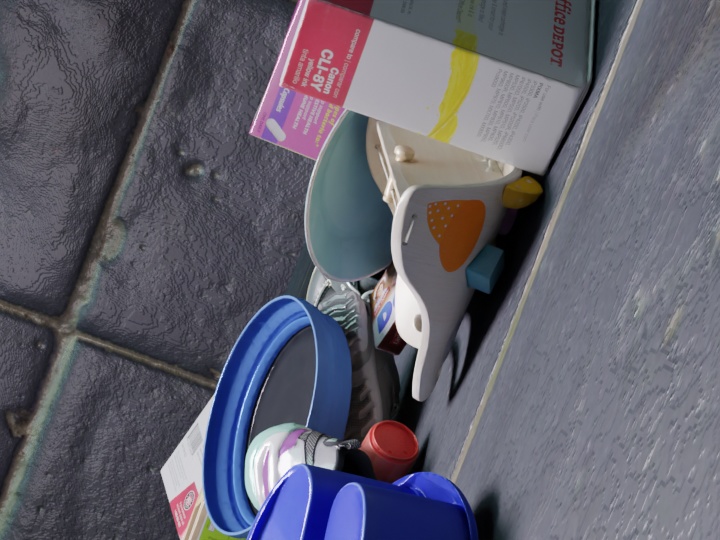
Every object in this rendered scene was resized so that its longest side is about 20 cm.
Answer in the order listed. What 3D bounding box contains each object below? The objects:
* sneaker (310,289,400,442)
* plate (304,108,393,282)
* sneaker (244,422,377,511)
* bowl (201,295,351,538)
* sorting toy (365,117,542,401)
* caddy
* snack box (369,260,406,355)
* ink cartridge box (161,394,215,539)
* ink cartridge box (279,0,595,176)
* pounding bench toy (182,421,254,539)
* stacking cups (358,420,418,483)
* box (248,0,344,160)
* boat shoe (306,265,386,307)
[{"bbox_3d":[0.008,0.114,1.409,0.075,0.082,0.200,-22,52,34],"label":"sneaker"},{"bbox_3d":[0.016,-0.085,1.370,0.200,0.026,0.200,-36,-39,-36],"label":"plate"},{"bbox_3d":[-0.018,0.214,1.227,0.140,0.078,0.201,1,102,49],"label":"sneaker"},{"bbox_3d":[-0.068,0.121,1.397,0.201,0.039,0.201,-42,39,47],"label":"bowl"},{"bbox_3d":[0.054,-0.007,1.251,0.200,0.107,0.180,-102,21,-66],"label":"sorting toy"},{"bbox_3d":[-0.004,0.205,0.975,0.141,0.105,0.200,8,76,61],"label":"caddy"},{"bbox_3d":[0.065,-0.027,1.367,0.200,0.024,0.072,-58,22,29],"label":"snack box"},{"bbox_3d":[-0.104,0.172,1.710,0.200,0.083,0.145,-55,23,11],"label":"ink cartridge box"},{"bbox_3d":[0.058,-0.164,1.215,0.145,0.200,0.084,-76,6,-53],"label":"ink cartridge box"},{"bbox_3d":[-0.074,0.192,1.559,0.156,0.124,0.200,129,161,-74],"label":"pounding bench toy"},{"bbox_3d":[-0.012,0.188,1.316,0.061,0.060,0.200,-76,10,-53],"label":"stacking cups"},{"bbox_3d":[0.008,-0.195,1.789,0.097,0.200,0.176,-87,19,-71],"label":"box"},{"bbox_3d":[0.000,0.000,1.557,0.200,0.073,0.062,-61,4,22],"label":"boat shoe"}]
